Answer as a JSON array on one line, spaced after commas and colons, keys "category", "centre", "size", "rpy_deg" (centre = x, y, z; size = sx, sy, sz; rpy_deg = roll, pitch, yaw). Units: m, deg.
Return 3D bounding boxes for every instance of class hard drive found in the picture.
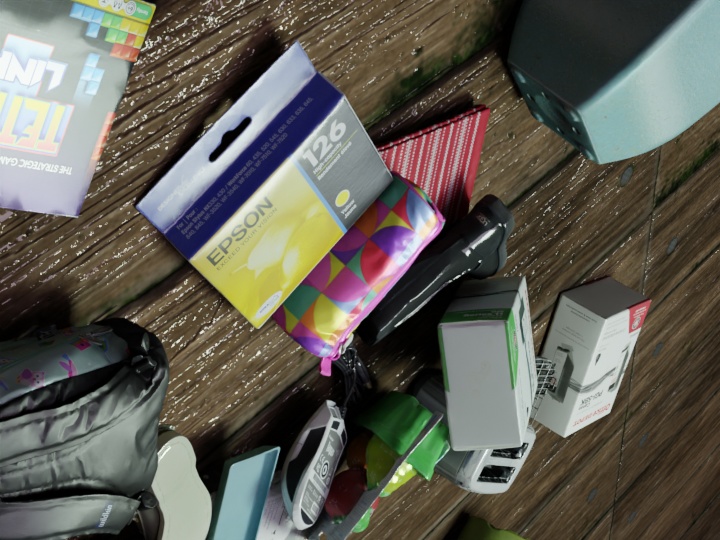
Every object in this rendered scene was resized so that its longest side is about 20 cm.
[{"category": "hard drive", "centre": [-0.123, 0.269, 1.282], "size": [0.199, 0.038, 0.142], "rpy_deg": [-8, 123, -52]}]

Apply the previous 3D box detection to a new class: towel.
[{"category": "towel", "centre": [0.058, -0.090, 1.250], "size": [0.199, 0.022, 0.146], "rpy_deg": [-25, 137, -39]}]

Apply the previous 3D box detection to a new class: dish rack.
[{"category": "dish rack", "centre": [0.198, 0.207, 1.654], "size": [0.153, 0.054, 0.202], "rpy_deg": [7, 108, -57]}]

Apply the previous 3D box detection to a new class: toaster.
[{"category": "toaster", "centre": [0.132, 0.206, 1.490], "size": [0.199, 0.128, 0.115], "rpy_deg": [21, 98, -57]}]

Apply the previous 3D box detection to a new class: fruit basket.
[{"category": "fruit basket", "centre": [0.014, 0.236, 1.335], "size": [0.201, 0.093, 0.185], "rpy_deg": [-57, -172, -9]}]

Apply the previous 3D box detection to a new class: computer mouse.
[{"category": "computer mouse", "centre": [-0.045, 0.177, 1.269], "size": [0.110, 0.043, 0.202], "rpy_deg": [66, 42, -55]}]

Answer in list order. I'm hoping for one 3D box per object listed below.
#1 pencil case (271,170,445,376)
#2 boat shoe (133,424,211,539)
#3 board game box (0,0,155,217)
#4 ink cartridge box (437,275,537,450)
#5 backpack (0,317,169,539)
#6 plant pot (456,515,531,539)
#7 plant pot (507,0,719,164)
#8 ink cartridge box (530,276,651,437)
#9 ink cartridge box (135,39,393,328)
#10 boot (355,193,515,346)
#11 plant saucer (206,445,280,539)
[{"category": "pencil case", "centre": [0.000, 0.000, 1.166], "size": [0.201, 0.088, 0.088], "rpy_deg": [-52, 148, 3]}, {"category": "boat shoe", "centre": [-0.189, 0.212, 1.125], "size": [0.072, 0.060, 0.204], "rpy_deg": [-44, 149, -34]}, {"category": "board game box", "centre": [-0.246, -0.129, 0.774], "size": [0.199, 0.056, 0.167], "rpy_deg": [5, 111, -55]}, {"category": "ink cartridge box", "centre": [0.150, 0.100, 1.359], "size": [0.200, 0.082, 0.149], "rpy_deg": [-48, 132, -71]}, {"category": "backpack", "centre": [-0.253, 0.126, 0.908], "size": [0.198, 0.126, 0.170], "rpy_deg": [-14, 116, -47]}, {"category": "plant pot", "centre": [0.183, 0.476, 1.755], "size": [0.200, 0.198, 0.192], "rpy_deg": [41, 69, -57]}, {"category": "plant pot", "centre": [0.273, -0.238, 1.277], "size": [0.200, 0.196, 0.196], "rpy_deg": [-46, 147, -2]}, {"category": "ink cartridge box", "centre": [0.333, 0.126, 1.740], "size": [0.146, 0.082, 0.203], "rpy_deg": [-16, 128, -48]}, {"category": "ink cartridge box", "centre": [-0.075, -0.069, 1.050], "size": [0.198, 0.047, 0.200], "rpy_deg": [-47, 149, -5]}, {"category": "boot", "centre": [0.075, 0.017, 1.314], "size": [0.200, 0.066, 0.165], "rpy_deg": [-42, 161, -16]}, {"category": "plant saucer", "centre": [-0.132, 0.269, 1.220], "size": [0.069, 0.019, 0.203], "rpy_deg": [-14, 126, -47]}]
